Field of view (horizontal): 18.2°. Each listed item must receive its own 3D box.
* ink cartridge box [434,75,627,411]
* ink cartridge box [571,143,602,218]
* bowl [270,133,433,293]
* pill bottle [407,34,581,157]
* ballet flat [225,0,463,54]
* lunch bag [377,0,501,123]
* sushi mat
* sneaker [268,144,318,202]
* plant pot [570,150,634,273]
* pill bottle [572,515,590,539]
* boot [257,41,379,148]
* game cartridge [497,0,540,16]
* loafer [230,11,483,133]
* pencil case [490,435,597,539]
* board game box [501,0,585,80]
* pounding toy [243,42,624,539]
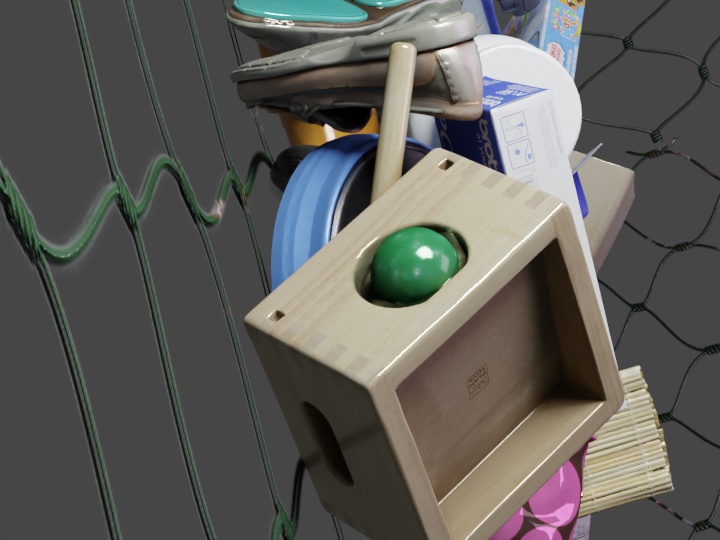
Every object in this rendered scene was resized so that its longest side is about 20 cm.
[{"bbox_3d":[0.100,-0.012,1.345,0.094,0.044,0.201,-156,-131,-67],"label":"ink cartridge box"},{"bbox_3d":[0.094,-0.011,1.595,0.039,0.200,0.099,52,30,-1],"label":"ink cartridge box"},{"bbox_3d":[0.023,0.014,1.364,0.200,0.039,0.201,18,66,-49],"label":"bowl"},{"bbox_3d":[0.083,-0.097,1.496,0.200,0.114,0.115,-179,-107,-83],"label":"pill bottle"},{"bbox_3d":[-0.007,-0.158,1.504,0.067,0.200,0.064,28,-59,40],"label":"ballet flat"},{"bbox_3d":[0.006,-0.209,1.631,0.124,0.169,0.200,-107,178,-51],"label":"lunch bag"},{"bbox_3d":[0.122,0.142,1.624,0.012,0.199,0.096,-62,134,-84],"label":"sushi mat"},{"bbox_3d":[0.000,0.000,1.483,0.200,0.115,0.076,25,24,-35],"label":"sneaker"},{"bbox_3d":[0.111,-0.021,1.909,0.200,0.199,0.178,37,71,-81],"label":"plant pot"},{"bbox_3d":[0.118,0.175,1.693,0.114,0.113,0.201,-58,153,-82],"label":"pill bottle"},{"bbox_3d":[-0.020,-0.085,1.553,0.201,0.071,0.144,62,19,-45],"label":"boot"},{"bbox_3d":[0.087,-0.277,1.623,0.134,0.040,0.200,64,0,17],"label":"game cartridge"},{"bbox_3d":[-0.005,-0.107,1.332,0.072,0.200,0.063,-22,100,-39],"label":"loafer"},{"bbox_3d":[0.107,0.193,1.552,0.093,0.091,0.201,23,73,-34],"label":"pencil case"},{"bbox_3d":[0.119,-0.133,1.719,0.151,0.036,0.200,-57,-169,39],"label":"board game box"},{"bbox_3d":[0.034,0.019,1.230,0.142,0.184,0.200,26,-32,42],"label":"pounding toy"}]
